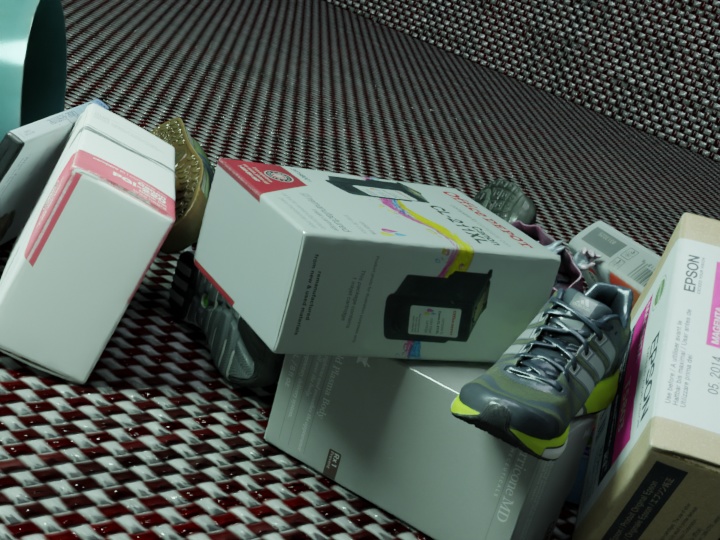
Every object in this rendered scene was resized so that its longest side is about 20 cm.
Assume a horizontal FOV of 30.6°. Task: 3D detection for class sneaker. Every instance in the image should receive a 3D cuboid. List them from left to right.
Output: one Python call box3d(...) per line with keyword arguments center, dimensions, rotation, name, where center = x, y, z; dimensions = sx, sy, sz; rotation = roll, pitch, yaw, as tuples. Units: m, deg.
box3d(center=(-0.146, -0.056, 1.152), dimensions=(0.090, 0.067, 0.200), rotation=(57, 7, -32), name="sneaker")
box3d(center=(-0.070, 0.038, 1.056), dimensions=(0.115, 0.075, 0.200), rotation=(10, 17, -30), name="sneaker")
box3d(center=(0.126, -0.026, 1.278), dimensions=(0.091, 0.076, 0.200), rotation=(39, -20, -10), name="sneaker")
box3d(center=(0.116, 0.054, 0.808), dimensions=(0.074, 0.081, 0.200), rotation=(24, 21, 18), name="sneaker")

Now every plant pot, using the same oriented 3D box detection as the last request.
box3d(center=(-0.375, -0.171, 1.232), dimensions=(0.161, 0.201, 0.201), rotation=(5, 17, -2), name="plant pot")

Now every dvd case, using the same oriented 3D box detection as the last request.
box3d(center=(-0.277, -0.067, 1.069), dimensions=(0.018, 0.143, 0.200), rotation=(37, 17, -2), name="dvd case")

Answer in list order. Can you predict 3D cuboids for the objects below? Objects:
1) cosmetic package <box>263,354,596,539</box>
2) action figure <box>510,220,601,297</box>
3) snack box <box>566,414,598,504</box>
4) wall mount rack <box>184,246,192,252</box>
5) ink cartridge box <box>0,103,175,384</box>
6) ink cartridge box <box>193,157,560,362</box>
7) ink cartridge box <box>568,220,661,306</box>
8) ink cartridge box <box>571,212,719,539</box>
box3d(center=(0.045, 0.106, 0.889), dimensions=(0.200, 0.107, 0.090), rotation=(25, 19, 30), name="cosmetic package")
box3d(center=(0.169, 0.051, 1.178), dimensions=(0.200, 0.149, 0.134), rotation=(57, 6, -41), name="action figure")
box3d(center=(0.116, 0.102, 1.044), dimensions=(0.169, 0.068, 0.200), rotation=(15, 15, -5), name="snack box")
box3d(center=(-0.062, -0.011, 1.221), dimensions=(0.200, 0.075, 0.174), rotation=(13, 30, -10), name="wall mount rack")
box3d(center=(-0.205, -0.026, 0.981), dimensions=(0.085, 0.146, 0.200), rotation=(27, 14, -18), name="ink cartridge box")
box3d(center=(0.010, -0.006, 0.890), dimensions=(0.200, 0.083, 0.146), rotation=(4, 20, -31), name="ink cartridge box")
box3d(center=(0.287, 0.062, 1.260), dimensions=(0.050, 0.200, 0.162), rotation=(-33, 33, -10), name="ink cartridge box")
box3d(center=(0.209, 0.089, 0.869), dimensions=(0.075, 0.165, 0.200), rotation=(18, 50, 3), name="ink cartridge box")
